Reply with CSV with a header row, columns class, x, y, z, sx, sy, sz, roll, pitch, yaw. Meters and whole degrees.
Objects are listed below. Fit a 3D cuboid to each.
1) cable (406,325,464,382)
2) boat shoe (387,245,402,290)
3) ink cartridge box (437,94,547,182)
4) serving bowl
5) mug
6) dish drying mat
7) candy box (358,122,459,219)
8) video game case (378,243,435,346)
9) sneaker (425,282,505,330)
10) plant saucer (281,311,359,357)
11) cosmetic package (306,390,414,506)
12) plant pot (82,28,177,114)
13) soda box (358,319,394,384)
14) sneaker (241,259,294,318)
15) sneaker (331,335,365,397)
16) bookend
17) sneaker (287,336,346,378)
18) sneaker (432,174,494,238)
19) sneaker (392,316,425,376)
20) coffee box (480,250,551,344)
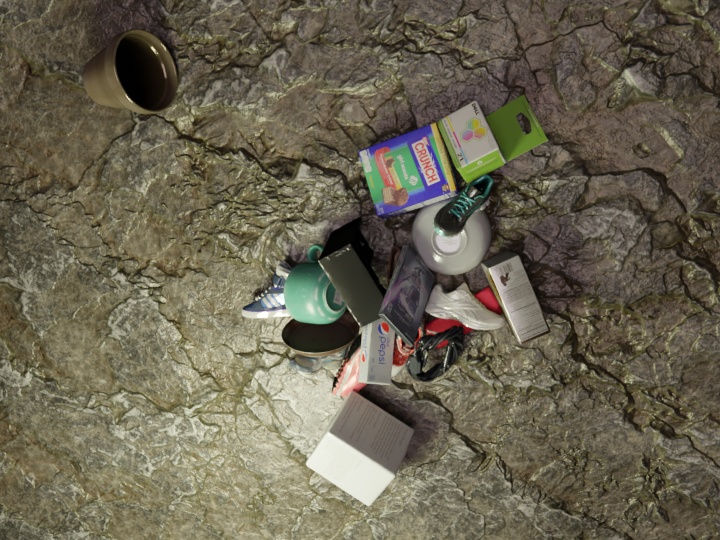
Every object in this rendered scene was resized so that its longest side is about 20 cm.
class,x,y,z,sx,sy,sz,roll,pitch,yaw
cable,0.189,0.207,1.599,0.163,0.200,0.051,-31,55,-17
boat shoe,0.092,0.037,1.573,0.072,0.072,0.201,-3,76,30
ink cartridge box,0.295,-0.315,1.449,0.200,0.076,0.148,-27,61,18
serving bowl,0.218,-0.082,1.560,0.199,0.066,0.201,3,103,12
mug,-0.103,0.044,1.598,0.114,0.152,0.185,3,120,41
dish drying mat,0.259,0.122,1.623,0.200,0.018,0.077,-33,93,18
candy box,0.117,-0.234,1.528,0.200,0.077,0.170,-18,86,14
video game case,0.115,0.058,1.531,0.019,0.200,0.143,-3,143,38
sneaker,0.260,0.084,1.570,0.199,0.078,0.100,16,97,12
plant saucer,-0.100,0.162,1.627,0.200,0.200,0.032,3,119,12
cosmetic package,0.000,0.459,1.662,0.200,0.167,0.167,33,128,3
plant pot,-0.591,-0.483,1.601,0.173,0.200,0.201,-1,103,29
soda box,0.043,0.184,1.613,0.068,0.063,0.201,9,78,-20
sneaker,-0.225,0.046,1.691,0.199,0.081,0.147,-4,94,17
sneaker,-0.002,0.255,1.699,0.087,0.074,0.200,25,110,-10
bookend,0.000,0.000,1.579,0.092,0.199,0.200,-26,107,17
sneaker,-0.106,0.210,1.638,0.078,0.200,0.086,38,114,24
sneaker,0.238,-0.156,1.470,0.078,0.200,0.091,38,149,12
sneaker,0.103,0.199,1.627,0.067,0.108,0.202,25,107,-1
coffee box,0.369,0.061,1.529,0.080,0.113,0.200,-24,97,4
